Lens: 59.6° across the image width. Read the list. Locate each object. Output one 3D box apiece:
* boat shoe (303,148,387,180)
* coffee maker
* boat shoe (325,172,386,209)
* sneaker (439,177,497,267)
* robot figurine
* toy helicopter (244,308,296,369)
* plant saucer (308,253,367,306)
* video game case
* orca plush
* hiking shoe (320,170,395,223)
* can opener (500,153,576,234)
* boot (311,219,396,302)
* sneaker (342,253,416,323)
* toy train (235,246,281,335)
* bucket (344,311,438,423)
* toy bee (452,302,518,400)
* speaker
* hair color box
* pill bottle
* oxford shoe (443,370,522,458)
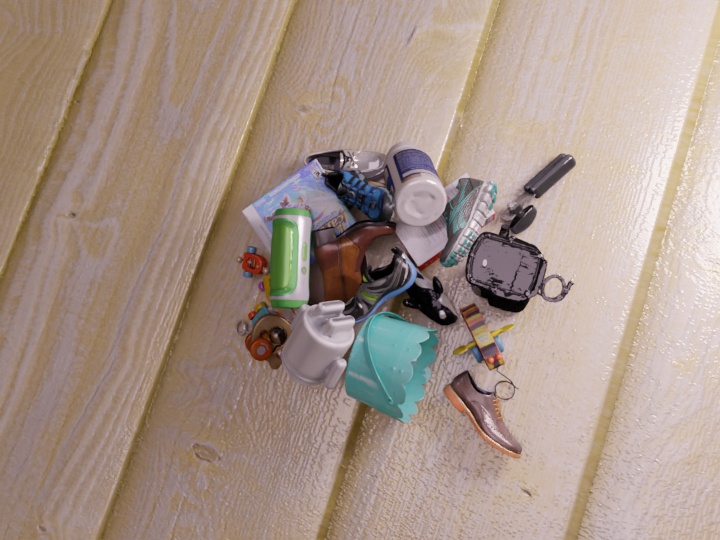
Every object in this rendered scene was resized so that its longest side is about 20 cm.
[{"bbox_3d":[-0.032,-0.244,1.420,0.197,0.066,0.073,5,81,11],"label":"boat shoe"},{"bbox_3d":[0.303,0.022,1.244,0.192,0.200,0.135,43,92,16],"label":"coffee maker"},{"bbox_3d":[-0.029,-0.169,1.408,0.197,0.072,0.073,12,82,6],"label":"boat shoe"},{"bbox_3d":[0.204,-0.103,1.296,0.091,0.078,0.202,26,83,28],"label":"sneaker"},{"bbox_3d":[-0.086,0.149,1.240,0.170,0.112,0.201,57,130,32],"label":"robot figurine"},{"bbox_3d":[-0.141,0.162,1.347,0.199,0.079,0.133,38,84,-20],"label":"toy helicopter"},{"bbox_3d":[-0.078,-0.003,1.408,0.197,0.032,0.203,-2,81,11],"label":"plant saucer"},{"bbox_3d":[-0.127,-0.110,1.371,0.199,0.045,0.182,-34,95,3],"label":"video game case"},{"bbox_3d":[0.115,0.042,1.310,0.071,0.105,0.201,-33,90,-25],"label":"orca plush"},{"bbox_3d":[-0.005,-0.149,1.283,0.200,0.086,0.075,40,124,50],"label":"hiking shoe"},{"bbox_3d":[0.380,-0.167,1.345,0.200,0.053,0.066,-46,110,2],"label":"can opener"},{"bbox_3d":[0.000,0.000,1.329,0.186,0.068,0.203,-12,99,-3],"label":"boot"},{"bbox_3d":[0.020,0.036,1.280,0.199,0.071,0.083,-37,117,14],"label":"sneaker"},{"bbox_3d":[-0.220,0.053,1.413,0.149,0.055,0.203,13,99,37],"label":"toy train"},{"bbox_3d":[0.064,0.190,1.267,0.133,0.207,0.210,16,84,18],"label":"bucket"},{"bbox_3d":[0.266,0.155,1.278,0.200,0.109,0.131,44,89,14],"label":"toy bee"},{"bbox_3d":[-0.145,-0.023,1.301,0.087,0.088,0.203,1,86,11],"label":"speaker"},{"bbox_3d":[0.179,-0.104,1.360,0.199,0.064,0.112,-35,76,5],"label":"hair color box"},{"bbox_3d":[0.108,-0.190,1.322,0.110,0.112,0.201,-20,37,7],"label":"pill bottle"},{"bbox_3d":[0.259,0.291,1.269,0.200,0.071,0.073,45,102,14],"label":"oxford shoe"}]
